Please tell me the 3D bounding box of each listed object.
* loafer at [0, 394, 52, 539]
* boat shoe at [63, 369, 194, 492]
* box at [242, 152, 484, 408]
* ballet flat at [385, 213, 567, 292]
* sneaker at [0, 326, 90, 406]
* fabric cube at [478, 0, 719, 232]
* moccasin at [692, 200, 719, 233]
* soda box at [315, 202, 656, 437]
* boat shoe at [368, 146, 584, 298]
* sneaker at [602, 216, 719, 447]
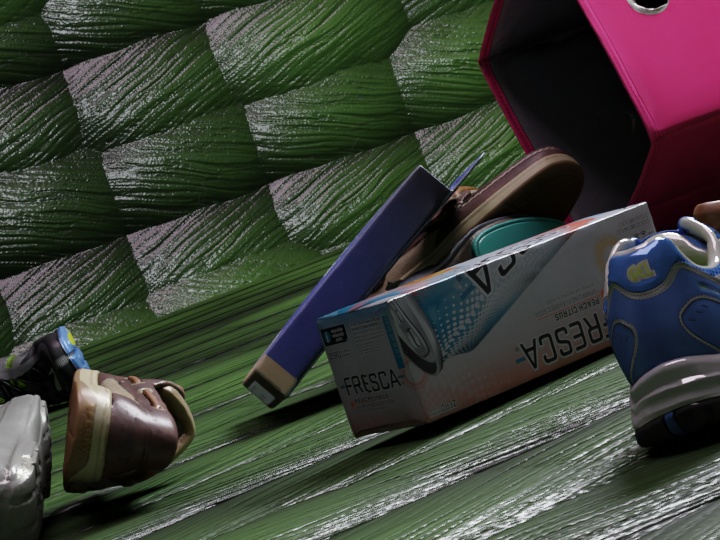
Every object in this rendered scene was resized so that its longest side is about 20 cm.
[{"bbox_3d":[-0.215,0.113,1.484,0.070,0.070,0.200,-2,7,-3],"label":"loafer"},{"bbox_3d":[-0.132,0.094,1.488,0.072,0.072,0.200,5,-5,-5],"label":"boat shoe"},{"bbox_3d":[0.000,0.000,1.655,0.200,0.032,0.121,-50,0,-10],"label":"box"},{"bbox_3d":[0.064,0.015,1.655,0.073,0.073,0.200,-17,8,43],"label":"ballet flat"},{"bbox_3d":[-0.318,0.108,2.481,0.083,0.071,0.200,-28,2,-33],"label":"sneaker"},{"bbox_3d":[0.220,-0.144,1.730,0.199,0.196,0.200,-19,-24,-16],"label":"fabric cube"},{"bbox_3d":[0.246,-0.040,1.362,0.201,0.078,0.074,-21,4,-34],"label":"moccasin"},{"bbox_3d":[0.076,0.024,1.357,0.200,0.068,0.064,-21,3,-40],"label":"soda box"},{"bbox_3d":[0.065,-0.028,1.744,0.072,0.072,0.200,11,-45,-44],"label":"boat shoe"},{"bbox_3d":[0.145,0.014,1.060,0.076,0.077,0.200,-20,1,14],"label":"sneaker"}]
